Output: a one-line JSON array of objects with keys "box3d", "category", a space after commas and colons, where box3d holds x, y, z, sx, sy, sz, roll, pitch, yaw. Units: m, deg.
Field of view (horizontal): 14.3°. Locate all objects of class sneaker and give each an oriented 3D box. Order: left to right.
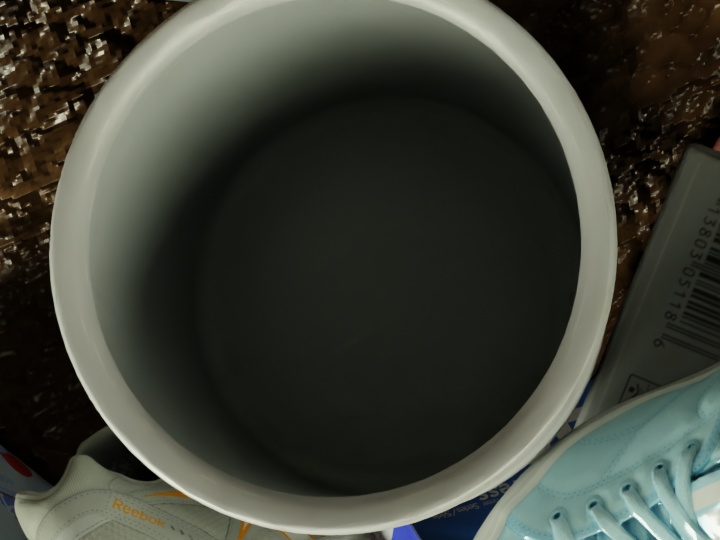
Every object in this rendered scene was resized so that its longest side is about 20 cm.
[{"box3d": [-0.056, 0.091, 1.012, 0.076, 0.092, 0.200, -37, 170, 12], "category": "sneaker"}, {"box3d": [0.113, 0.069, 0.927, 0.200, 0.074, 0.082, -38, -178, 4], "category": "sneaker"}]

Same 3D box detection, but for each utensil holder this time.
[{"box3d": [0.000, 0.000, 0.935, 0.170, 0.170, 0.200, -34, 173, 2], "category": "utensil holder"}]

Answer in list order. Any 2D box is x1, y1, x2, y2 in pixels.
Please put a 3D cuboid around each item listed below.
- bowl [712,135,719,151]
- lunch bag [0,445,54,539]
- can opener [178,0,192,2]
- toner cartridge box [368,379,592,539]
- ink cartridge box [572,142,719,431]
[{"box3d": [0.234, -0.025, 1.190, 0.199, 0.075, 0.200, -1, 131, -39], "category": "bowl"}, {"box3d": [-0.125, 0.157, 1.038, 0.124, 0.200, 0.170, -38, 140, 7], "category": "lunch bag"}, {"box3d": [-0.075, -0.123, 0.901, 0.199, 0.053, 0.067, 1, 131, -36], "category": "can opener"}, {"box3d": [0.104, 0.094, 1.211, 0.199, 0.095, 0.043, -14, 137, -23], "category": "toner cartridge box"}, {"box3d": [0.113, 0.035, 1.066, 0.200, 0.050, 0.163, -12, 124, -81], "category": "ink cartridge box"}]
